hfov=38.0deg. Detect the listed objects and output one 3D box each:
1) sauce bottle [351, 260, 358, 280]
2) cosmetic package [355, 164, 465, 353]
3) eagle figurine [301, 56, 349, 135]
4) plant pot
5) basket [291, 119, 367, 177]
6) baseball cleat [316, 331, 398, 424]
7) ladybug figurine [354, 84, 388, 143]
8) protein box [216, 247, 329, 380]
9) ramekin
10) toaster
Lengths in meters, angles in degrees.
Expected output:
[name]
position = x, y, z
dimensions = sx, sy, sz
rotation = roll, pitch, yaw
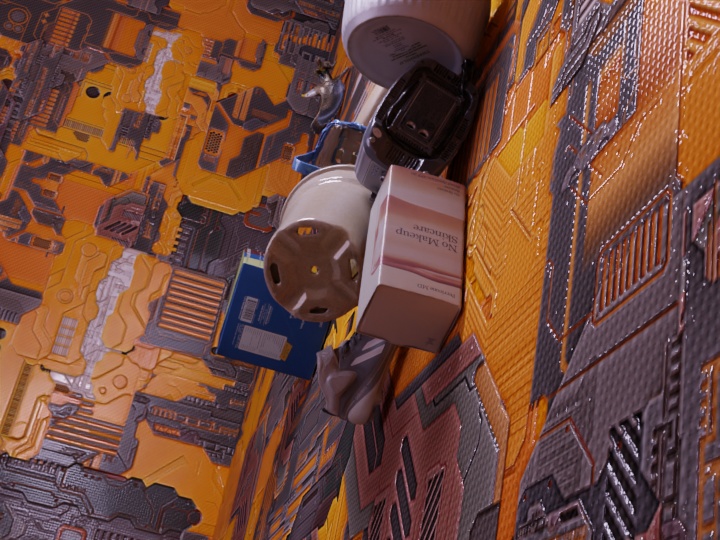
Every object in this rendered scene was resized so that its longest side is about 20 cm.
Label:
[sauce bottle]
position = 0.000, 0.000, 1.667
dimensions = 0.200, 0.065, 0.067
rotation = 136, 149, -70
[cosmetic package]
position = 0.061, -0.017, 1.205
dimensions = 0.088, 0.102, 0.201
rotation = 114, 167, -45
[eagle figurine]
position = -0.103, -0.523, 3.153
dimensions = 0.151, 0.150, 0.202
rotation = -6, -99, -58
[plant pot]
position = -0.039, -0.022, 1.368
dimensions = 0.184, 0.199, 0.202
rotation = -50, -19, -69
[basket]
position = 0.003, -0.147, 1.591
dimensions = 0.200, 0.175, 0.140
rotation = -35, -34, -73
[baseball cleat]
position = 0.002, 0.096, 1.350
dimensions = 0.070, 0.105, 0.202
rotation = 165, 123, -85
[ladybug figurine]
position = 0.045, -0.284, 1.828
dimensions = 0.200, 0.071, 0.136
rotation = -56, 7, 52
[protein box]
position = -0.168, 0.087, 2.117
dimensions = 0.135, 0.198, 0.200
rotation = -111, 38, -75
[ramekin]
position = 0.067, -0.321, 1.373
dimensions = 0.200, 0.198, 0.106
rotation = 124, 162, -62
[toaster]
position = 0.071, -0.176, 1.343
dimensions = 0.201, 0.113, 0.129
rotation = -60, 1, -21
